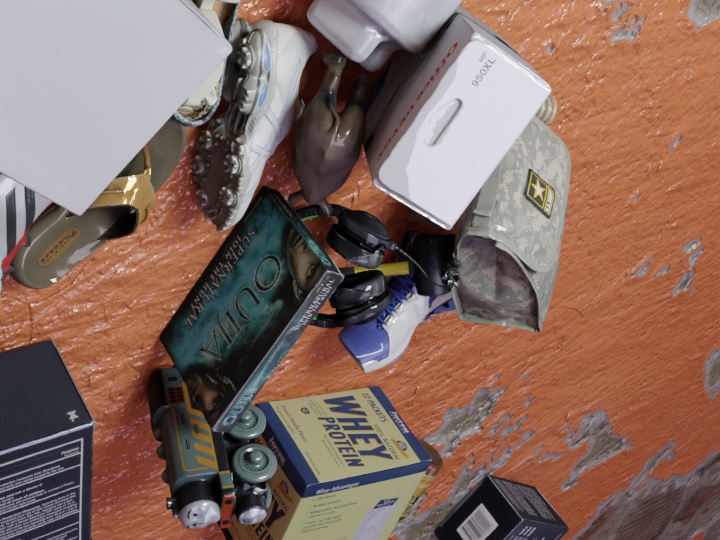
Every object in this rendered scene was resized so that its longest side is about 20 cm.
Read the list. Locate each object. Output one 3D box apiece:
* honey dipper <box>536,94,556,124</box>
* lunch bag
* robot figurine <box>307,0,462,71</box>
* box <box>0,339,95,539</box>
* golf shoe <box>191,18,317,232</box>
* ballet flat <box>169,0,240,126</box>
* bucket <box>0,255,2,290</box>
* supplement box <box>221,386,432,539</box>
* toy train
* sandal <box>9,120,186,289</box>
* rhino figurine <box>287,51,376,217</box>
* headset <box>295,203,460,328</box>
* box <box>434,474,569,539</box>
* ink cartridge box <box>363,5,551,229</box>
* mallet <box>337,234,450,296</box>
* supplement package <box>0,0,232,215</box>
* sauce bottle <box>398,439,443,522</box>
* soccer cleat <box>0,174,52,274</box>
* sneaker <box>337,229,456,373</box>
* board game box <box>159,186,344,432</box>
[{"bbox_3d":[0.128,-0.184,1.000,0.199,0.038,0.038,5,124,-40],"label":"honey dipper"},{"bbox_3d":[0.158,-0.055,1.021,0.201,0.116,0.165,67,34,-58],"label":"lunch bag"},{"bbox_3d":[0.045,-0.261,0.784,0.200,0.113,0.169,-50,170,13],"label":"robot figurine"},{"bbox_3d":[-0.359,0.193,0.889,0.198,0.123,0.200,-15,137,-32],"label":"box"},{"bbox_3d":[-0.087,-0.122,0.848,0.097,0.078,0.201,-15,139,-40],"label":"golf shoe"},{"bbox_3d":[-0.115,-0.201,0.738,0.074,0.074,0.202,-7,128,-36],"label":"ballet flat"},{"bbox_3d":[-0.351,0.007,0.652,0.134,0.207,0.208,9,122,-52],"label":"bucket"},{"bbox_3d":[-0.051,0.275,1.225,0.198,0.134,0.201,-3,130,-38],"label":"supplement box"},{"bbox_3d":[-0.156,0.178,0.998,0.113,0.201,0.086,-4,135,-18],"label":"toy train"},{"bbox_3d":[-0.215,-0.054,0.816,0.200,0.054,0.080,-47,144,-2],"label":"sandal"},{"bbox_3d":[-0.033,-0.107,0.877,0.059,0.088,0.200,14,158,-5],"label":"rhino figurine"},{"bbox_3d":[0.000,0.000,0.965,0.197,0.094,0.125,2,104,2],"label":"headset"},{"bbox_3d":[0.251,0.457,1.692,0.148,0.104,0.199,-48,143,11],"label":"box"},{"bbox_3d":[0.072,-0.146,0.842,0.084,0.200,0.145,29,110,-16],"label":"ink cartridge box"},{"bbox_3d":[0.003,0.013,1.033,0.198,0.041,0.067,-14,100,-3],"label":"mallet"},{"bbox_3d":[-0.220,-0.176,0.573,0.147,0.200,0.191,-45,142,7],"label":"supplement package"},{"bbox_3d":[0.046,0.343,1.435,0.066,0.066,0.201,11,119,-46],"label":"sauce bottle"},{"bbox_3d":[-0.268,-0.077,0.744,0.200,0.069,0.085,-48,147,17],"label":"soccer cleat"},{"bbox_3d":[0.053,0.016,1.110,0.199,0.080,0.116,-35,139,-17],"label":"sneaker"},{"bbox_3d":[-0.111,0.038,0.935,0.028,0.135,0.201,17,116,-47],"label":"board game box"}]
